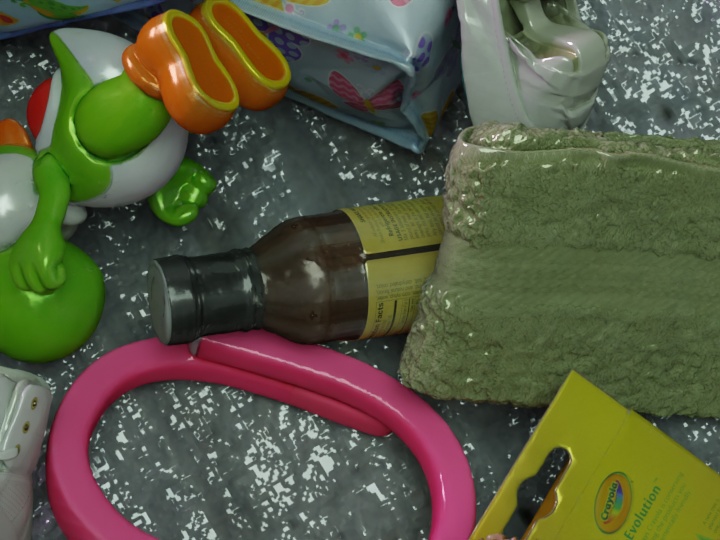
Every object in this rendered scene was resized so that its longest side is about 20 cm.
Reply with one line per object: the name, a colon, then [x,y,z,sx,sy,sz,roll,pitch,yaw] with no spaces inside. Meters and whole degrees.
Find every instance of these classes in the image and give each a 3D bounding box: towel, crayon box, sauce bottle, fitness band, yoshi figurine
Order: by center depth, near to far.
yoshi figurine: [-0.118,-0.029,0.969,0.112,0.200,0.112,33,33,-34]
crayon box: [0.138,0.153,0.971,0.200,0.051,0.127,37,69,-7]
fitness band: [-0.045,0.096,0.972,0.199,0.037,0.144,18,52,0]
towel: [0.121,0.001,0.982,0.199,0.037,0.149,2,119,-21]
sauce bottle: [0.000,0.000,0.996,0.199,0.065,0.065,-6,77,-19]

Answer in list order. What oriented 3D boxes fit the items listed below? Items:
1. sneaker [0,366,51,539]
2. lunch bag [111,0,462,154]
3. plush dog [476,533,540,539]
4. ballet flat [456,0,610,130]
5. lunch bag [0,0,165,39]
sneaker: [-0.181,0.098,0.888,0.073,0.200,0.116,9,103,3]
lunch bag: [-0.027,-0.178,1.026,0.200,0.127,0.170,24,75,14]
plush dog: [0.042,0.202,0.882,0.200,0.160,0.172,-32,78,8]
ballet flat: [0.077,-0.119,0.946,0.069,0.069,0.201,-17,113,-9]
lunch bag: [-0.134,-0.197,0.983,0.082,0.200,0.161,37,62,-37]
